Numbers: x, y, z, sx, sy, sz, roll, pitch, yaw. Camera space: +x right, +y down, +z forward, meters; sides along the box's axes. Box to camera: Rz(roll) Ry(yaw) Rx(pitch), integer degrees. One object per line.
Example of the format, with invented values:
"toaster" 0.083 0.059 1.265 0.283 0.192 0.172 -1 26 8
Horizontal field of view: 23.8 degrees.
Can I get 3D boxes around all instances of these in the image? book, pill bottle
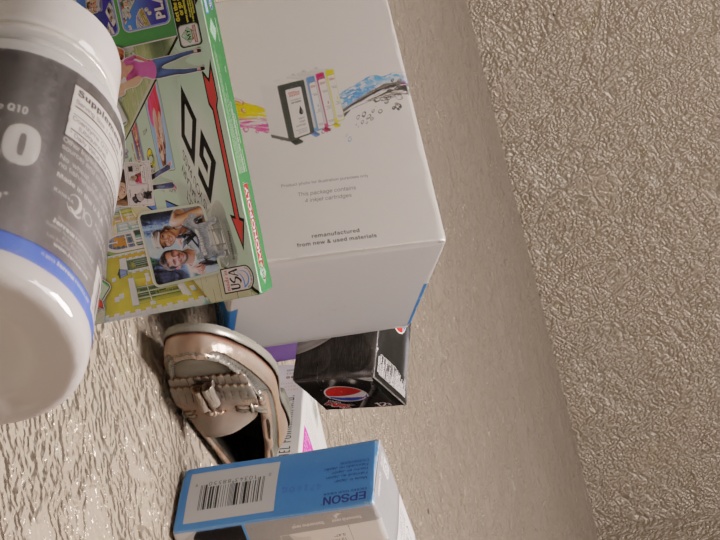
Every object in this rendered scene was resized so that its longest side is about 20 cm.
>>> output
"book" -0.047 0.189 1.342 0.201 0.047 0.135 -87 169 -53
"pill bottle" -0.172 -0.037 0.816 0.114 0.112 0.201 68 17 -44

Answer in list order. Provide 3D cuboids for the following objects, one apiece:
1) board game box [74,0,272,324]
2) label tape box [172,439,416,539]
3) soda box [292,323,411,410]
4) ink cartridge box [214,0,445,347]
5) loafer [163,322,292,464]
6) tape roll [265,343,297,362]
"board game box" -0.135 -0.075 0.971 0.029 0.133 0.202 -37 116 -76
"label tape box" -0.030 0.219 1.194 0.066 0.142 0.201 -84 160 -54
"soda box" 0.000 0.000 1.291 0.063 0.070 0.202 48 42 -56
"ink cartridge box" -0.041 -0.071 1.189 0.148 0.143 0.202 107 -27 -64
"loafer" -0.090 0.098 1.208 0.200 0.071 0.064 62 30 -64
"tape roll" -0.059 -0.028 1.404 0.200 0.084 0.202 -10 90 -79
